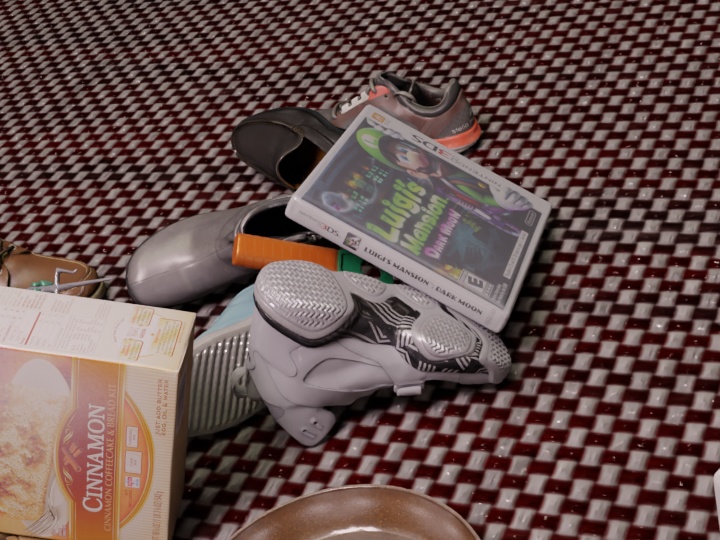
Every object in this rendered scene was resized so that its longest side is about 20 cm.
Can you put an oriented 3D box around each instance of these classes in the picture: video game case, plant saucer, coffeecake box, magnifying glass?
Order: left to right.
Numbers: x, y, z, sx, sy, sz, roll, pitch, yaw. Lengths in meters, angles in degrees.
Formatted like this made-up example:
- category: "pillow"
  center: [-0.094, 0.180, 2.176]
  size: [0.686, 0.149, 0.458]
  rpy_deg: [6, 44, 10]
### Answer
- category: "coffeecake box"
  center: [-0.217, 0.097, 0.894]
  size: [0.198, 0.155, 0.073]
  rpy_deg: [8, 30, -1]
- category: "plant saucer"
  center: [-0.015, 0.212, 0.810]
  size: [0.198, 0.032, 0.201]
  rpy_deg: [-11, 33, 7]
- category: "magnifying glass"
  center: [0.000, 0.000, 1.029]
  size: [0.198, 0.022, 0.080]
  rpy_deg: [10, 63, -15]
- category: "video game case"
  center: [0.053, -0.048, 1.048]
  size: [0.181, 0.023, 0.200]
  rpy_deg: [29, 32, 3]

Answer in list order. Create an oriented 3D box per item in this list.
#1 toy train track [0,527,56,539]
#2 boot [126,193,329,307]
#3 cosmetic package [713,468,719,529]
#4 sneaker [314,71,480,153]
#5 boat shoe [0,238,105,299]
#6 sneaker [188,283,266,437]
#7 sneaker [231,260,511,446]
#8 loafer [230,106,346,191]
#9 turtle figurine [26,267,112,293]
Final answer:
- category: "toy train track"
  center: [-0.212, 0.205, 0.902]
  size: [0.114, 0.033, 0.200]
  rpy_deg: [-10, 35, -27]
- category: "boot"
  center: [-0.100, -0.027, 1.096]
  size: [0.198, 0.070, 0.132]
  rpy_deg: [-24, 1, -9]
- category: "cosmetic package"
  center: [0.275, 0.173, 0.590]
  size: [0.163, 0.202, 0.165]
  rpy_deg: [-22, 34, -9]
- category: "sneaker"
  center: [0.017, -0.156, 1.281]
  size: [0.198, 0.083, 0.077]
  rpy_deg: [-1, 36, 21]
- category: "boat shoe"
  center: [-0.328, 0.008, 1.201]
  size: [0.198, 0.069, 0.072]
  rpy_deg: [-4, 34, 16]
- category: "sneaker"
  center: [-0.091, 0.060, 1.039]
  size: [0.199, 0.075, 0.082]
  rpy_deg: [-32, 19, -28]
- category: "sneaker"
  center: [0.004, 0.069, 0.975]
  size: [0.198, 0.116, 0.075]
  rpy_deg: [16, 31, -15]
- category: "loafer"
  center: [-0.054, -0.106, 1.234]
  size: [0.199, 0.074, 0.072]
  rpy_deg: [14, 24, 38]
- category: "turtle figurine"
  center: [-0.275, 0.085, 1.043]
  size: [0.198, 0.101, 0.150]
  rpy_deg: [-25, 16, 15]
